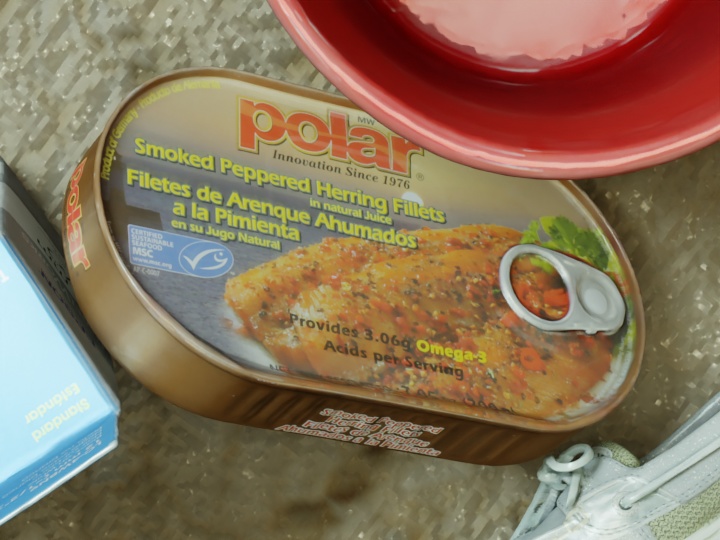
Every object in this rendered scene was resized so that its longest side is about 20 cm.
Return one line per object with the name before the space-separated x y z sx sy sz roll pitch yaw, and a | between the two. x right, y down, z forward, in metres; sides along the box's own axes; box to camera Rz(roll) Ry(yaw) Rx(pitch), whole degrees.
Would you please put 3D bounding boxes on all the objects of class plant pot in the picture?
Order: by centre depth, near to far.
plant pot | 0.055 -0.127 0.771 0.200 0.177 0.201 0 92 -1

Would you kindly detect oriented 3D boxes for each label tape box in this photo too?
label tape box | -0.150 0.042 0.759 0.143 0.200 0.066 -34 103 0

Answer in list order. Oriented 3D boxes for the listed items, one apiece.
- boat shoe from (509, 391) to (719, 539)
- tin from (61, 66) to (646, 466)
boat shoe | 0.109 0.063 0.832 0.202 0.074 0.065 -28 86 -4
tin | 0.000 0.000 0.793 0.200 0.042 0.112 12 59 -29
